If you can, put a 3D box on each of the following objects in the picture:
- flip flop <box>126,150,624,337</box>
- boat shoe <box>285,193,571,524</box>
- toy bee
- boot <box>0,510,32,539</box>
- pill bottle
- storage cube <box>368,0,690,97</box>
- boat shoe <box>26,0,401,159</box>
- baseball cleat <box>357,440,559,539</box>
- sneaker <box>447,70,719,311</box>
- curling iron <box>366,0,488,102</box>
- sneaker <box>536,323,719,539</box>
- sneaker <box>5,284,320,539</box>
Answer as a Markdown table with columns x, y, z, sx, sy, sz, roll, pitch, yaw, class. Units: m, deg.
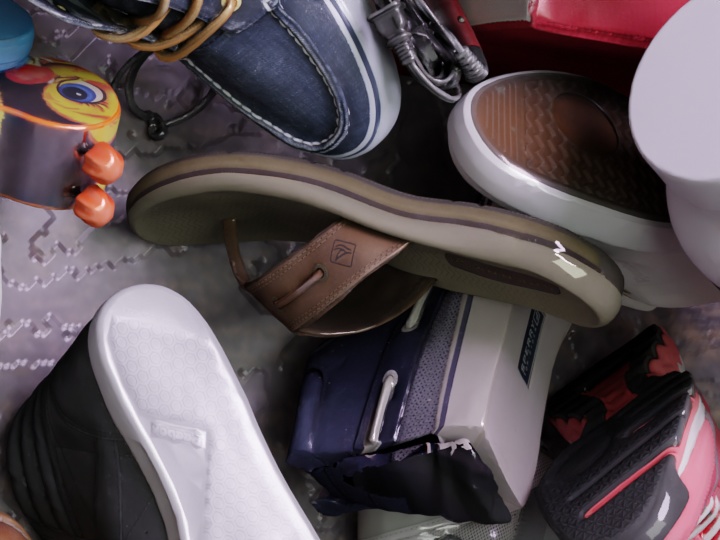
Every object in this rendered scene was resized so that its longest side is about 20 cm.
| x | y | z | sx | sy | sz | roll | pitch | yaw | class |
| --- | --- | --- | --- | --- | --- | --- | --- | --- | --- |
| 0.000 | 0.000 | 1.111 | 0.199 | 0.081 | 0.058 | 14 | 80 | 18 | flip flop |
| 0.032 | 0.014 | 1.180 | 0.201 | 0.092 | 0.075 | -70 | 145 | -42 | boat shoe |
| -0.131 | -0.060 | 1.073 | 0.199 | 0.109 | 0.132 | -19 | 126 | -14 | toy bee |
| -0.123 | 0.188 | 1.056 | 0.073 | 0.155 | 0.201 | 6 | 86 | -24 | boot |
| 0.182 | -0.021 | 1.076 | 0.200 | 0.113 | 0.113 | 41 | 71 | -43 | pill bottle |
| 0.115 | -0.162 | 1.168 | 0.179 | 0.171 | 0.201 | 6 | 87 | -23 | storage cube |
| -0.071 | -0.102 | 1.061 | 0.200 | 0.071 | 0.091 | 48 | 39 | -14 | boat shoe |
| 0.017 | 0.148 | 1.181 | 0.106 | 0.070 | 0.200 | 46 | 64 | -6 | baseball cleat |
| 0.098 | -0.018 | 1.144 | 0.199 | 0.085 | 0.073 | 13 | 47 | -39 | sneaker |
| 0.008 | -0.137 | 1.125 | 0.026 | 0.201 | 0.050 | -35 | 134 | 17 | curling iron |
| 0.124 | 0.085 | 1.153 | 0.074 | 0.200 | 0.087 | -37 | 98 | 13 | sneaker |
| -0.068 | 0.113 | 1.107 | 0.070 | 0.099 | 0.201 | -16 | 80 | -36 | sneaker |
